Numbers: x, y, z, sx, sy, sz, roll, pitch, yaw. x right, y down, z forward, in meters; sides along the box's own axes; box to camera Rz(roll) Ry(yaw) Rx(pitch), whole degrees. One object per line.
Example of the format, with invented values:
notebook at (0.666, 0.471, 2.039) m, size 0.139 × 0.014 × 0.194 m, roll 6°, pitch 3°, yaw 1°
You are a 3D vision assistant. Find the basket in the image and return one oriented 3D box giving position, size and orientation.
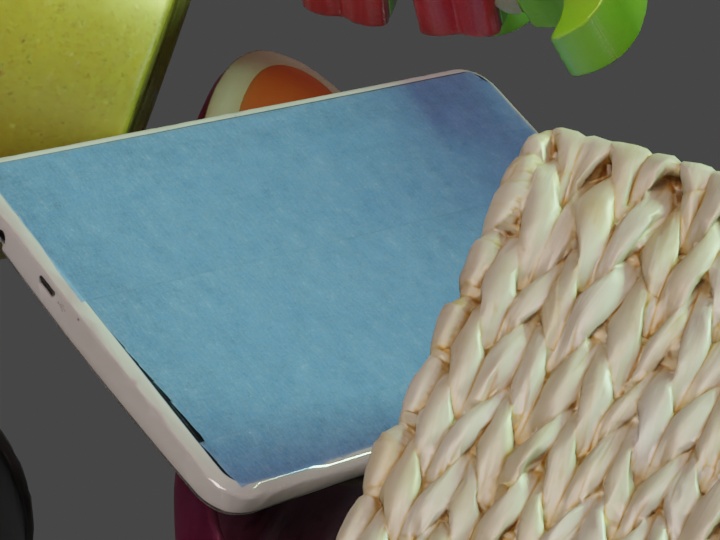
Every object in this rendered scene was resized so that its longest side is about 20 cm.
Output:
basket at (0.088, 0.103, 0.725) m, size 0.160 × 0.200 × 0.199 m, roll 19°, pitch 66°, yaw 21°

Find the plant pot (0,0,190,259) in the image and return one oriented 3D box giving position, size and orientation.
plant pot at (-0.127, -0.081, 0.883) m, size 0.142 × 0.200 × 0.201 m, roll 19°, pitch 65°, yaw -2°

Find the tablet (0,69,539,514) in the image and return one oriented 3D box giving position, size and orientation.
tablet at (0.000, 0.000, 0.837) m, size 0.200 × 0.014 × 0.130 m, roll -14°, pitch 53°, yaw -42°

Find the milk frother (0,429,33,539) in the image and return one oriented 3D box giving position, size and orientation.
milk frother at (-0.184, 0.135, 0.762) m, size 0.180 × 0.200 × 0.188 m, roll 24°, pitch 19°, yaw -18°

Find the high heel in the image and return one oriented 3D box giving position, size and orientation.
high heel at (-0.033, 0.022, 0.882) m, size 0.067 × 0.096 × 0.200 m, roll 17°, pitch 38°, yaw -15°

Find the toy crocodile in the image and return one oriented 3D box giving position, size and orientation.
toy crocodile at (-0.005, -0.105, 0.930) m, size 0.199 × 0.068 × 0.062 m, roll 14°, pitch 65°, yaw 17°
